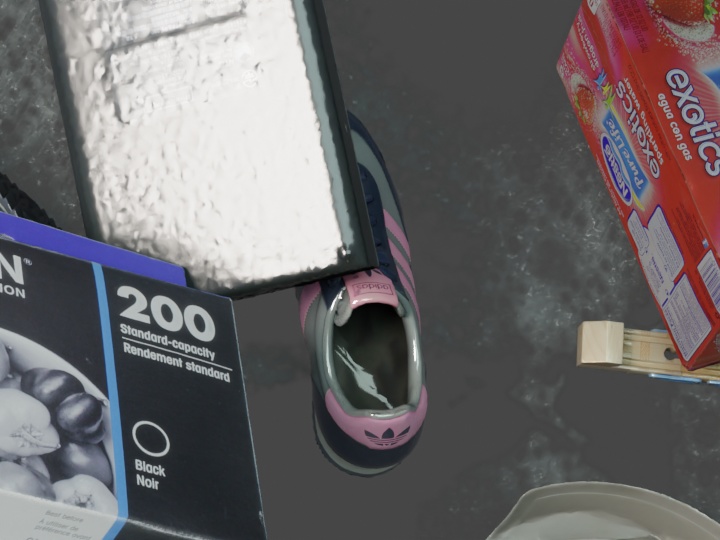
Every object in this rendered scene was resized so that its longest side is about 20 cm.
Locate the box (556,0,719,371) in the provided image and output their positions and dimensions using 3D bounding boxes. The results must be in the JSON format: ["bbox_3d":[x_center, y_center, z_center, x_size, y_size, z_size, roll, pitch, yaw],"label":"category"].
[{"bbox_3d":[0.189,-0.062,1.132,0.095,0.100,0.200,-15,68,-15],"label":"box"}]

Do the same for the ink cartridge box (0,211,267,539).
[{"bbox_3d":[-0.142,0.033,0.913,0.198,0.043,0.200,17,39,-29],"label":"ink cartridge box"}]

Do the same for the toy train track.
[{"bbox_3d":[0.218,0.049,1.156,0.200,0.033,0.115,7,73,-8],"label":"toy train track"}]

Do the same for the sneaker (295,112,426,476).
[{"bbox_3d":[0.000,0.000,1.093,0.070,0.082,0.200,-10,76,-12],"label":"sneaker"}]

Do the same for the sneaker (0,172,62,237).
[{"bbox_3d":[-0.214,-0.021,1.085,0.200,0.070,0.082,42,94,1],"label":"sneaker"}]

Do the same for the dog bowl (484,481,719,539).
[{"bbox_3d":[0.120,0.206,1.056,0.200,0.059,0.200,6,57,-9],"label":"dog bowl"}]

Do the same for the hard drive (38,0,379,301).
[{"bbox_3d":[-0.079,-0.083,1.051,0.139,0.033,0.200,-13,86,15],"label":"hard drive"}]
